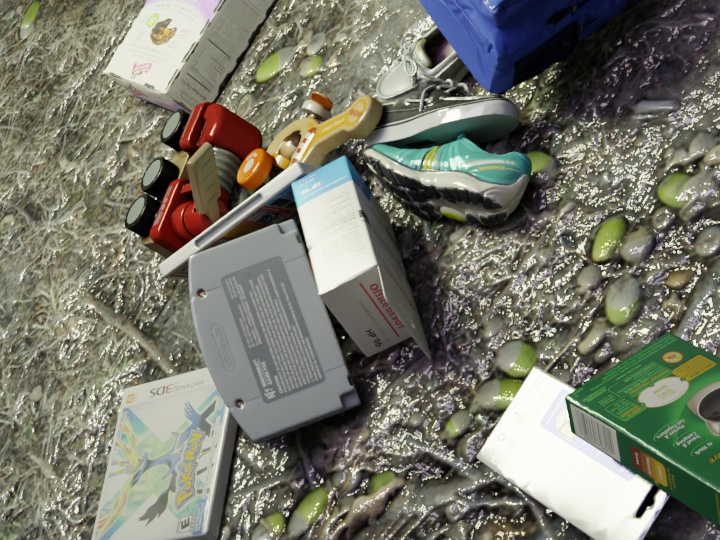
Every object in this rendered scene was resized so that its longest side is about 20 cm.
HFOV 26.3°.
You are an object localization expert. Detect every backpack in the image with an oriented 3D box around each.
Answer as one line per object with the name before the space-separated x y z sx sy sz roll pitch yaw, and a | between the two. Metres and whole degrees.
backpack | 0.177 -0.293 1.492 0.200 0.168 0.163 -31 79 -10

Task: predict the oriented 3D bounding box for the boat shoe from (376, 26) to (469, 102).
boat shoe | 0.092 -0.240 1.641 0.202 0.065 0.075 -30 46 26

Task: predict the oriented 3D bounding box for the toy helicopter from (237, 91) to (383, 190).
toy helicopter | -0.041 -0.148 1.680 0.200 0.079 0.133 -23 40 47

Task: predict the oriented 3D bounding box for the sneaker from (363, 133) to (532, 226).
sneaker | 0.088 -0.097 1.556 0.199 0.078 0.080 16 61 40

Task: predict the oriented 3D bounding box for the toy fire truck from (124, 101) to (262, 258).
toy fire truck | -0.173 -0.113 1.733 0.200 0.128 0.177 -8 56 55

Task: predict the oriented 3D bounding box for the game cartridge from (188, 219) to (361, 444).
game cartridge | -0.094 0.063 1.533 0.133 0.040 0.201 -19 79 -4

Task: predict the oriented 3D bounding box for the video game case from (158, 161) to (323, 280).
video game case | -0.104 -0.048 1.648 0.200 0.143 0.017 -35 72 22

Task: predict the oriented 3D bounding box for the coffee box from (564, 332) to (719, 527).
coffee box | 0.268 0.125 1.193 0.123 0.044 0.200 -28 33 -25

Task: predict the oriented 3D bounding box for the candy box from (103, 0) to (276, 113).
candy box | -0.219 -0.307 1.986 0.168 0.071 0.200 24 81 49

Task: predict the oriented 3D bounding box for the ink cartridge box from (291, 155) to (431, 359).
ink cartridge box | 0.000 0.000 1.519 0.068 0.116 0.200 -26 46 11

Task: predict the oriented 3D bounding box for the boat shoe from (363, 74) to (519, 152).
boat shoe | 0.083 -0.165 1.593 0.199 0.073 0.068 -11 70 50

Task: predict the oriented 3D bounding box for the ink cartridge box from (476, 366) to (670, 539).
ink cartridge box | 0.191 0.163 1.289 0.100 0.039 0.200 -56 39 -2

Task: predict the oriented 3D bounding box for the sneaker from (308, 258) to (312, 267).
sneaker | -0.081 0.067 1.597 0.071 0.112 0.201 159 102 -73

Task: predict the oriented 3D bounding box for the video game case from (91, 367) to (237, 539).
video game case | -0.208 0.204 1.660 0.182 0.022 0.201 -16 53 37
